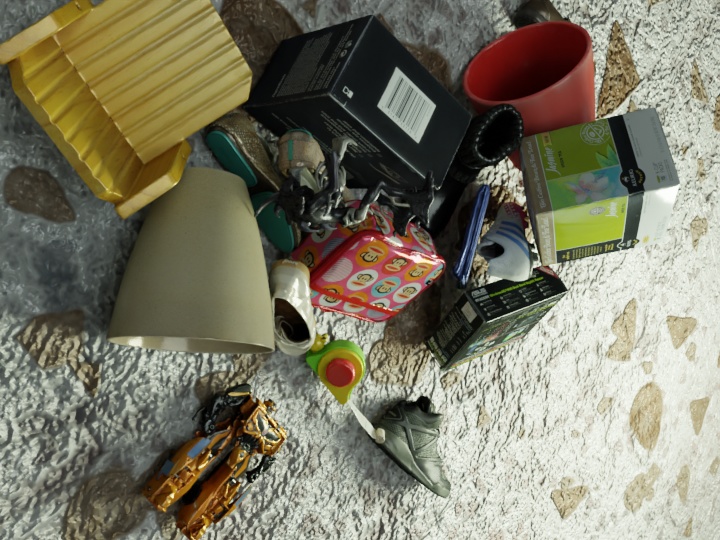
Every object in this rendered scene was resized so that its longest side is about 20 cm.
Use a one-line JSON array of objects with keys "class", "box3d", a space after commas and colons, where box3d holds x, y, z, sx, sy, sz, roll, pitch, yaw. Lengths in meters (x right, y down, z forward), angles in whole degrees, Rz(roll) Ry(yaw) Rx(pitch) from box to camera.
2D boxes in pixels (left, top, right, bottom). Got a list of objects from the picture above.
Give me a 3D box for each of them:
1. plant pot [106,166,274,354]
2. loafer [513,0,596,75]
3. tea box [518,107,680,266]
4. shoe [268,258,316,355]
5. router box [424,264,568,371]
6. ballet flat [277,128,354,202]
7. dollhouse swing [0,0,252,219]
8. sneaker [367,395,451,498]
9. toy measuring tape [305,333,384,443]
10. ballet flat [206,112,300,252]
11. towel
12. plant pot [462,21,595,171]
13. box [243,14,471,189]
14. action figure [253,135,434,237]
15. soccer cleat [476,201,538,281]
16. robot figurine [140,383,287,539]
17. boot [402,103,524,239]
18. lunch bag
[{"class": "plant pot", "box3d": [-0.186, -0.011, 0.838, 0.187, 0.187, 0.201, 13, 75, -38]}, {"class": "loafer", "box3d": [0.347, -0.398, 1.227, 0.200, 0.073, 0.071, 32, 79, -36]}, {"class": "tea box", "box3d": [0.350, -0.117, 1.079, 0.200, 0.196, 0.134, 55, 26, -64]}, {"class": "shoe", "box3d": [-0.094, 0.063, 0.924, 0.200, 0.070, 0.053, 92, 1, -54]}, {"class": "router box", "box3d": [0.220, 0.075, 1.164, 0.200, 0.062, 0.150, -15, 151, -34]}, {"class": "ballet flat", "box3d": [-0.057, -0.099, 0.943, 0.200, 0.068, 0.067, 51, 33, -52]}, {"class": "dollhouse swing", "box3d": [-0.224, -0.201, 0.758, 0.176, 0.182, 0.200, -25, 118, 9]}, {"class": "sneaker", "box3d": [0.107, 0.280, 1.155, 0.114, 0.076, 0.200, -47, 117, -14]}, {"class": "toy measuring tape", "box3d": [-0.005, 0.163, 1.041, 0.074, 0.074, 0.200, -45, 108, -23]}, {"class": "ballet flat", "box3d": [-0.121, -0.117, 0.927, 0.065, 0.070, 0.200, -55, 130, -37]}, {"class": "towel", "box3d": [0.170, -0.046, 1.110, 0.200, 0.024, 0.145, 40, 66, -80]}, {"class": "plant pot", "box3d": [0.284, -0.262, 1.140, 0.201, 0.200, 0.177, -51, 133, -19]}, {"class": "box", "box3d": [-0.005, -0.201, 0.912, 0.197, 0.200, 0.118, 35, 74, -36]}, {"class": "action figure", "box3d": [-0.022, -0.093, 0.842, 0.199, 0.119, 0.102, 3, 79, -13]}, {"class": "soccer cleat", "box3d": [0.228, -0.055, 1.157, 0.086, 0.200, 0.070, 2, 123, 0]}, {"class": "robot figurine", "box3d": [-0.178, 0.248, 0.944, 0.200, 0.058, 0.145, -46, 122, -22]}, {"class": "boot", "box3d": [0.146, -0.142, 1.059, 0.079, 0.158, 0.212, 24, 81, -25]}, {"class": "lunch bag", "box3d": [0.000, 0.000, 0.988, 0.176, 0.082, 0.200, -42, 143, 26]}]
